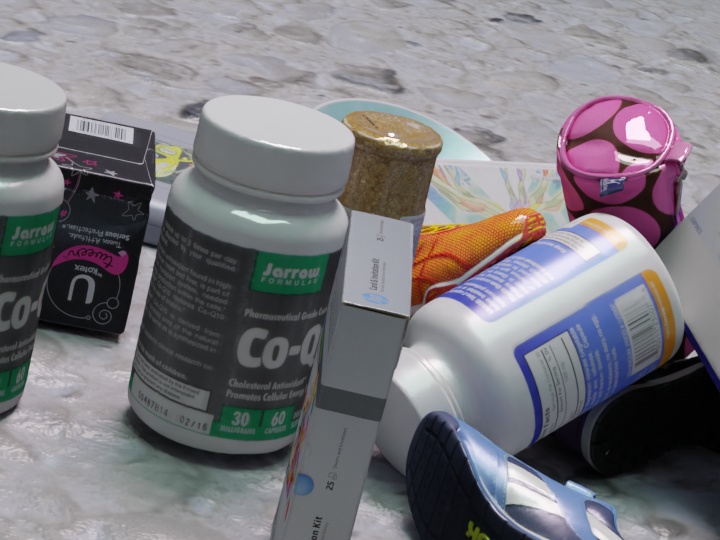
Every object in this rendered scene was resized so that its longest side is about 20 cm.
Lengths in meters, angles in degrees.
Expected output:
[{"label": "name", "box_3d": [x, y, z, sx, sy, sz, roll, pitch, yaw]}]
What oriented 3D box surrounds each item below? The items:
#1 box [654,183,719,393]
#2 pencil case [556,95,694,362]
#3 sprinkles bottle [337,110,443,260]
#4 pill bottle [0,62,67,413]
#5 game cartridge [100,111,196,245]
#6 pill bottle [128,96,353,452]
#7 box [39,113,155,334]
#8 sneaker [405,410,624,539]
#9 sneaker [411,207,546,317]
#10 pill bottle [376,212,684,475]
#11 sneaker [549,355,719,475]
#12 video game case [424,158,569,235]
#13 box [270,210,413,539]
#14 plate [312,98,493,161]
[{"label": "box", "box_3d": [0.311, 0.052, 1.733, 0.200, 0.105, 0.184, 28, 26, -42]}, {"label": "pencil case", "box_3d": [0.191, -0.021, 1.795, 0.094, 0.200, 0.091, 6, 51, 21]}, {"label": "sprinkles bottle", "box_3d": [0.000, 0.000, 1.699, 0.068, 0.200, 0.068, 12, 19, -4]}, {"label": "pill bottle", "box_3d": [-0.243, -0.020, 1.600, 0.113, 0.200, 0.113, 12, 20, -4]}, {"label": "game cartridge", "box_3d": [-0.161, -0.071, 2.033, 0.133, 0.041, 0.200, 20, 21, 5]}, {"label": "pill bottle", "box_3d": [-0.071, 0.002, 1.628, 0.113, 0.200, 0.113, 12, 20, -4]}, {"label": "box", "box_3d": [-0.247, -0.045, 1.790, 0.200, 0.115, 0.132, 12, 19, -8]}, {"label": "sneaker", "box_3d": [0.099, 0.153, 1.547, 0.082, 0.074, 0.200, -3, 34, -37]}, {"label": "sneaker", "box_3d": [0.038, -0.005, 1.771, 0.200, 0.077, 0.073, -25, -7, 35]}, {"label": "pill bottle", "box_3d": [0.099, 0.053, 1.684, 0.200, 0.112, 0.112, -29, 39, -24]}, {"label": "sneaker", "box_3d": [0.201, 0.081, 1.803, 0.200, 0.076, 0.088, -5, 22, -41]}, {"label": "video game case", "box_3d": [0.127, 0.002, 1.891, 0.200, 0.022, 0.183, 1, 59, -30]}, {"label": "box", "box_3d": [-0.013, 0.085, 1.462, 0.041, 0.200, 0.156, 13, 20, -2]}, {"label": "plate", "box_3d": [0.039, -0.053, 1.945, 0.200, 0.026, 0.200, 22, 33, -15]}]
